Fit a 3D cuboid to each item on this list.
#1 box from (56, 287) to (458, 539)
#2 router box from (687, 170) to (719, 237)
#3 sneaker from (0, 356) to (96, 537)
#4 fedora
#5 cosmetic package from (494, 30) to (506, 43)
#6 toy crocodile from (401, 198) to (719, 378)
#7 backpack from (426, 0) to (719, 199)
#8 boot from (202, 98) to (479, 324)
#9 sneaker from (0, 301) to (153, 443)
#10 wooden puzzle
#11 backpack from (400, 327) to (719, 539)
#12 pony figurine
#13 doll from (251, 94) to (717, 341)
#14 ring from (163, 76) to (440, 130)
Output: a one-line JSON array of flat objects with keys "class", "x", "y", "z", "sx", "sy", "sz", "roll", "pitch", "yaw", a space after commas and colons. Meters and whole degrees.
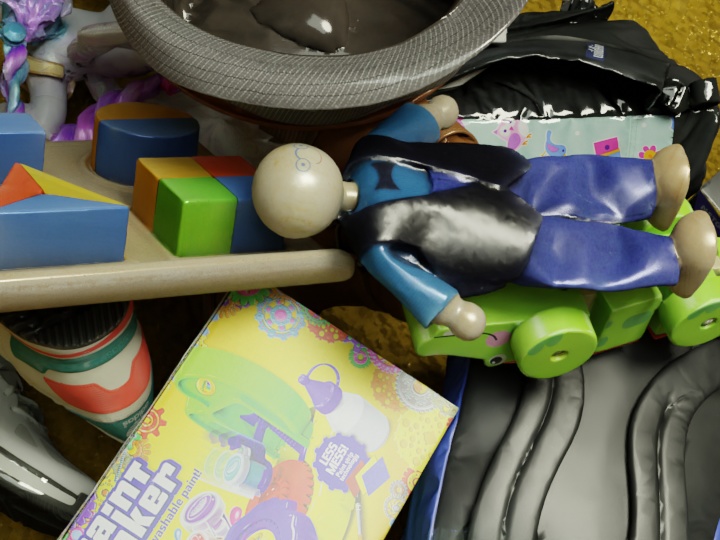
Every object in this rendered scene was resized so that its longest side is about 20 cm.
[{"class": "box", "x": -0.070, "y": 0.140, "z": 0.674, "sx": 0.121, "sy": 0.193, "sz": 0.201, "roll": 32, "pitch": 67, "yaw": 3}, {"class": "router box", "x": 0.251, "y": -0.052, "z": 0.831, "sx": 0.199, "sy": 0.157, "sz": 0.052, "roll": -38, "pitch": 80, "yaw": -21}, {"class": "sneaker", "x": -0.194, "y": 0.048, "z": 0.739, "sx": 0.199, "sy": 0.076, "sz": 0.116, "roll": 31, "pitch": 66, "yaw": 16}, {"class": "fedora", "x": -0.014, "y": -0.127, "z": 0.630, "sx": 0.197, "sy": 0.091, "sz": 0.179, "roll": 2, "pitch": 62, "yaw": 7}, {"class": "cosmetic package", "x": 0.035, "y": -0.178, "z": 0.823, "sx": 0.081, "sy": 0.200, "sz": 0.051, "roll": -1, "pitch": 112, "yaw": -2}, {"class": "toy crocodile", "x": 0.113, "y": 0.014, "z": 0.662, "sx": 0.197, "sy": 0.062, "sz": 0.068, "roll": -9, "pitch": 54, "yaw": -19}, {"class": "backpack", "x": 0.087, "y": -0.080, "z": 0.812, "sx": 0.197, "sy": 0.167, "sz": 0.128, "roll": -6, "pitch": 114, "yaw": -13}, {"class": "boot", "x": 0.000, "y": 0.000, "z": 0.733, "sx": 0.155, "sy": 0.202, "sz": 0.076, "roll": 32, "pitch": 19, "yaw": 38}, {"class": "sneaker", "x": -0.167, "y": 0.021, "z": 0.700, "sx": 0.070, "sy": 0.094, "sz": 0.199, "roll": -35, "pitch": 41, "yaw": -24}, {"class": "wooden puzzle", "x": -0.124, "y": -0.038, "z": 0.636, "sx": 0.183, "sy": 0.200, "sz": 0.047, "roll": -5, "pitch": 113, "yaw": -32}, {"class": "backpack", "x": 0.106, "y": 0.122, "z": 0.725, "sx": 0.160, "sy": 0.168, "sz": 0.202, "roll": 15, "pitch": 59, "yaw": 1}, {"class": "pony figurine", "x": -0.137, "y": -0.127, "z": 0.802, "sx": 0.190, "sy": 0.167, "sz": 0.202, "roll": -3, "pitch": 62, "yaw": 9}, {"class": "doll", "x": 0.049, "y": -0.029, "z": 0.610, "sx": 0.197, "sy": 0.049, "sz": 0.138, "roll": 2, "pitch": 51, "yaw": -14}, {"class": "ring", "x": -0.028, "y": -0.161, "z": 0.706, "sx": 0.197, "sy": 0.019, "sz": 0.203, "roll": 2, "pitch": 66, "yaw": -3}]
